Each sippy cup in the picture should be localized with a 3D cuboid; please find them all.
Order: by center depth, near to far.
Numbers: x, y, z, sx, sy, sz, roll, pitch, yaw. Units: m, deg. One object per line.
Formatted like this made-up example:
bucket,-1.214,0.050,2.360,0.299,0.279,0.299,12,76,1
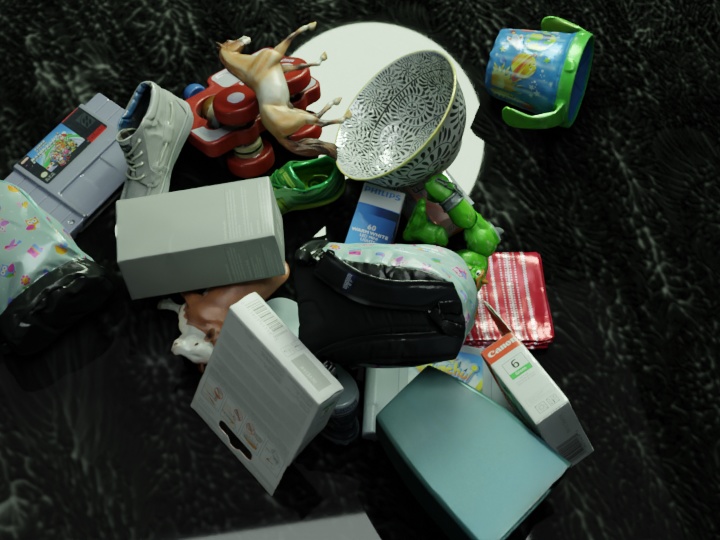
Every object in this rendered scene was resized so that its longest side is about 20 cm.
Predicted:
sippy cup,0.249,-0.281,1.879,0.130,0.140,0.178,15,21,15

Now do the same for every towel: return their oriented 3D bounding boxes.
towel,0.148,0.037,1.742,0.199,0.023,0.145,0,60,-6

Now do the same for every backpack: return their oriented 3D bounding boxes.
backpack,0.033,0.036,1.527,0.199,0.167,0.127,1,25,15
backpack,-0.422,-0.014,1.653,0.167,0.127,0.200,-35,66,-19

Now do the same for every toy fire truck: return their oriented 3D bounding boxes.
toy fire truck,-0.157,-0.228,1.826,0.200,0.112,0.168,-33,44,-22

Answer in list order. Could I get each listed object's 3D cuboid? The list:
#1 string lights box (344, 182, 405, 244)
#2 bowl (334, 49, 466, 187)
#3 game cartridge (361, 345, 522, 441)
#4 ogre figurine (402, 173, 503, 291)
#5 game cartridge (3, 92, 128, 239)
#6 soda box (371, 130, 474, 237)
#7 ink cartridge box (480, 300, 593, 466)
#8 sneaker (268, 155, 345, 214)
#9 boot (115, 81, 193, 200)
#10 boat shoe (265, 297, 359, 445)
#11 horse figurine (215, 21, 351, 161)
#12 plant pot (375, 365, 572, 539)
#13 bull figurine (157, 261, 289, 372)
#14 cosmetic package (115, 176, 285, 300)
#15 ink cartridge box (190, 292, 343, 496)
string lights box,0.000,0.000,1.700,0.059,0.103,0.200,16,60,3
bowl,0.071,-0.178,1.722,0.094,0.200,0.201,36,52,-35
game cartridge,0.104,0.155,1.663,0.199,0.041,0.134,5,56,-3
ogre figurine,0.105,-0.010,1.688,0.120,0.098,0.200,21,73,-6
game cartridge,-0.372,-0.142,1.785,0.130,0.038,0.200,36,63,9
soda box,0.067,-0.131,1.805,0.068,0.064,0.200,-29,68,-20
ink cartridge box,0.192,0.135,1.578,0.050,0.109,0.200,-34,44,-2
sneaker,-0.111,-0.106,1.760,0.200,0.084,0.074,-27,64,-21
boot,-0.290,-0.145,1.727,0.073,0.096,0.200,10,77,33
boat shoe,-0.067,0.126,1.639,0.071,0.091,0.200,-24,51,-18
horse figurine,-0.093,-0.227,1.710,0.132,0.050,0.200,-20,83,-7
plant pot,0.116,0.219,1.547,0.200,0.141,0.141,43,76,14
bull figurine,-0.182,0.037,1.681,0.121,0.065,0.200,36,58,21
cosmetic package,-0.199,-0.040,1.651,0.199,0.090,0.107,-10,51,4
ink cartridge box,-0.113,0.148,1.560,0.050,0.200,0.161,-29,66,-38
